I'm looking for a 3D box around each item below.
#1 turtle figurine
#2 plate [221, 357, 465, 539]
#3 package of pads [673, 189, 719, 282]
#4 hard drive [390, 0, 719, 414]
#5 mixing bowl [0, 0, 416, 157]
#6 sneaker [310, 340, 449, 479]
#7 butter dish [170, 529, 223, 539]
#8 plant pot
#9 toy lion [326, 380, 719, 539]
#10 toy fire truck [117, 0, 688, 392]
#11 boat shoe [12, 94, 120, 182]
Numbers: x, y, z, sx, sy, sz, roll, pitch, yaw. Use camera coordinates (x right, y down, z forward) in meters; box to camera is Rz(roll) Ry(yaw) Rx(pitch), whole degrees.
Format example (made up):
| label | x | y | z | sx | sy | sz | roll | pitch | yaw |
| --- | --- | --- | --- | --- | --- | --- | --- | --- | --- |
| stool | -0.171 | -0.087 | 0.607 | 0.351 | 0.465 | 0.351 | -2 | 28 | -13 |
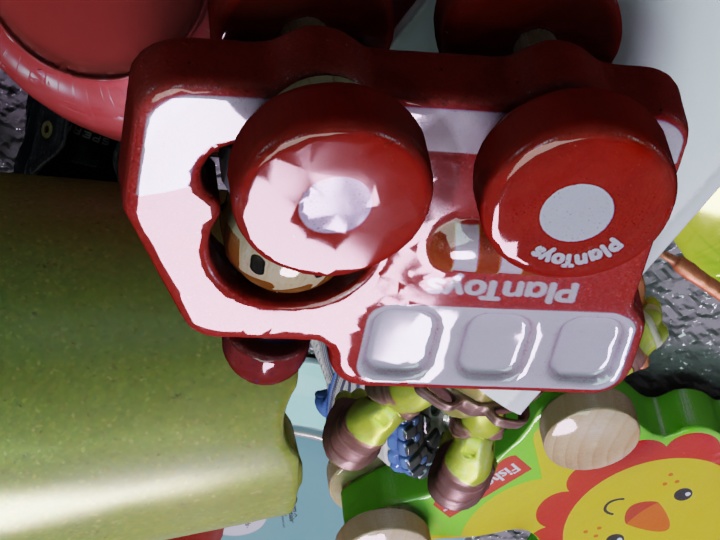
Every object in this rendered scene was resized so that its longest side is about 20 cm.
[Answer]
| label | x | y | z | sx | sy | sz | roll | pitch | yaw |
| --- | --- | --- | --- | --- | --- | --- | --- | --- | --- |
| turtle figurine | 0.056 | 0.041 | 0.987 | 0.199 | 0.065 | 0.162 | 9 | 143 | -16 |
| plate | -0.038 | 0.121 | 1.243 | 0.199 | 0.026 | 0.201 | 4 | 136 | 4 |
| package of pads | 0.199 | -0.083 | 0.975 | 0.199 | 0.068 | 0.155 | -21 | 127 | 27 |
| hard drive | 0.070 | -0.056 | 0.884 | 0.132 | 0.026 | 0.200 | 35 | 112 | -10 |
| mixing bowl | -0.079 | -0.127 | 0.881 | 0.199 | 0.108 | 0.202 | 6 | 108 | 17 |
| sneaker | 0.000 | 0.000 | 1.079 | 0.085 | 0.077 | 0.201 | 19 | 125 | 34 |
| butter dish | -0.151 | 0.149 | 1.196 | 0.199 | 0.201 | 0.148 | 16 | 173 | 21 |
| plant pot | -0.119 | 0.040 | 0.946 | 0.183 | 0.201 | 0.201 | -3 | 136 | -7 |
| toy lion | 0.111 | 0.119 | 1.187 | 0.199 | 0.069 | 0.192 | -32 | 131 | 21 |
| toy fire truck | 0.015 | -0.020 | 0.826 | 0.198 | 0.113 | 0.169 | 1 | 132 | -12 |
| boat shoe | -0.103 | -0.090 | 0.994 | 0.070 | 0.091 | 0.201 | 12 | 135 | -4 |
